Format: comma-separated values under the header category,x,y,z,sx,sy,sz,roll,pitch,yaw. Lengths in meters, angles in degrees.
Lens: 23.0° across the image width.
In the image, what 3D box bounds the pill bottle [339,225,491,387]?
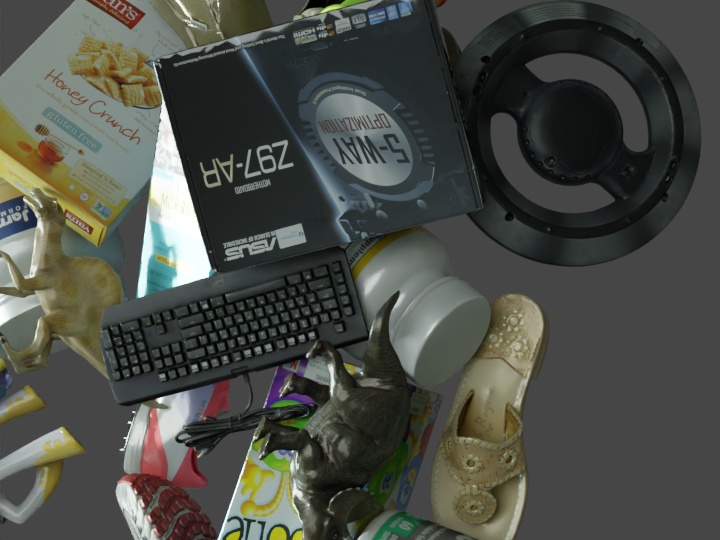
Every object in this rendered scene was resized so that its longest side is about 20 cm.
category,x,y,z,sx,sy,sz,roll,pitch,yaw
pill bottle,0.000,0.000,1.341,0.200,0.111,0.111,39,95,29

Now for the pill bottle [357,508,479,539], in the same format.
category,x,y,z,sx,sy,sz,roll,pitch,yaw
pill bottle,0.090,0.255,1.268,0.200,0.113,0.113,18,87,22

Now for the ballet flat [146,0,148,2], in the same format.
category,x,y,z,sx,sy,sz,roll,pitch,yaw
ballet flat,-0.128,-0.273,1.475,0.200,0.070,0.067,-18,72,17

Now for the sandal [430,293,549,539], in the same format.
category,x,y,z,sx,sy,sz,roll,pitch,yaw
sandal,0.088,0.117,1.317,0.077,0.070,0.212,11,84,23

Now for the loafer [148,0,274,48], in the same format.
category,x,y,z,sx,sy,sz,roll,pitch,yaw
loafer,-0.103,-0.196,1.415,0.200,0.076,0.067,47,125,-6

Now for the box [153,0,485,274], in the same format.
category,x,y,z,sx,sy,sz,roll,pitch,yaw
box,-0.028,-0.098,1.241,0.200,0.044,0.161,-13,98,8

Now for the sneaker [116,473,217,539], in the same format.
category,x,y,z,sx,sy,sz,roll,pitch,yaw
sneaker,-0.147,0.252,1.368,0.082,0.078,0.200,-26,83,22

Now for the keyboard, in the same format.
category,x,y,z,sx,sy,sz,roll,pitch,yaw
keyboard,-0.089,0.064,1.289,0.200,0.021,0.127,-16,95,14

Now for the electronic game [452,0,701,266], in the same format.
category,x,y,z,sx,sy,sz,roll,pitch,yaw
electronic game,0.155,-0.102,1.315,0.200,0.042,0.200,1,84,-7

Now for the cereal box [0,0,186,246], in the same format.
category,x,y,z,sx,sy,sz,roll,pitch,yaw
cereal box,-0.206,-0.133,1.414,0.144,0.040,0.200,35,57,0

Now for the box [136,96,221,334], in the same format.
category,x,y,z,sx,sy,sz,roll,pitch,yaw
box,-0.114,-0.054,1.325,0.082,0.049,0.200,19,106,40

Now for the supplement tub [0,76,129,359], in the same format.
category,x,y,z,sx,sy,sz,roll,pitch,yaw
supplement tub,-0.278,-0.042,1.449,0.144,0.144,0.200,-27,71,14

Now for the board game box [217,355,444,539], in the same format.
category,x,y,z,sx,sy,sz,roll,pitch,yaw
board game box,-0.027,0.169,1.334,0.103,0.105,0.200,18,87,22

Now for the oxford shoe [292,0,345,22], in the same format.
category,x,y,z,sx,sy,sz,roll,pitch,yaw
oxford shoe,-0.037,-0.159,1.366,0.071,0.074,0.200,-7,42,21

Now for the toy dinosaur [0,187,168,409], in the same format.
category,x,y,z,sx,sy,sz,roll,pitch,yaw
toy dinosaur,-0.222,0.039,1.338,0.101,0.058,0.200,-27,99,-10

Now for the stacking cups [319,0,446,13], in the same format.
category,x,y,z,sx,sy,sz,roll,pitch,yaw
stacking cups,0.022,-0.194,1.349,0.060,0.200,0.061,19,127,27

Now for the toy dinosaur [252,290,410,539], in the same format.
category,x,y,z,sx,sy,sz,roll,pitch,yaw
toy dinosaur,-0.011,0.111,1.251,0.102,0.077,0.200,29,79,-11

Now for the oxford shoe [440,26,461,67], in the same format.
category,x,y,z,sx,sy,sz,roll,pitch,yaw
oxford shoe,0.040,-0.131,1.339,0.073,0.085,0.200,13,46,7

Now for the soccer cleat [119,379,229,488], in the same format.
category,x,y,z,sx,sy,sz,roll,pitch,yaw
soccer cleat,-0.129,0.076,1.418,0.073,0.068,0.200,18,87,6

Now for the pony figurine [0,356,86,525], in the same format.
category,x,y,z,sx,sy,sz,roll,pitch,yaw
pony figurine,-0.350,0.159,1.450,0.200,0.167,0.193,-43,75,-8
